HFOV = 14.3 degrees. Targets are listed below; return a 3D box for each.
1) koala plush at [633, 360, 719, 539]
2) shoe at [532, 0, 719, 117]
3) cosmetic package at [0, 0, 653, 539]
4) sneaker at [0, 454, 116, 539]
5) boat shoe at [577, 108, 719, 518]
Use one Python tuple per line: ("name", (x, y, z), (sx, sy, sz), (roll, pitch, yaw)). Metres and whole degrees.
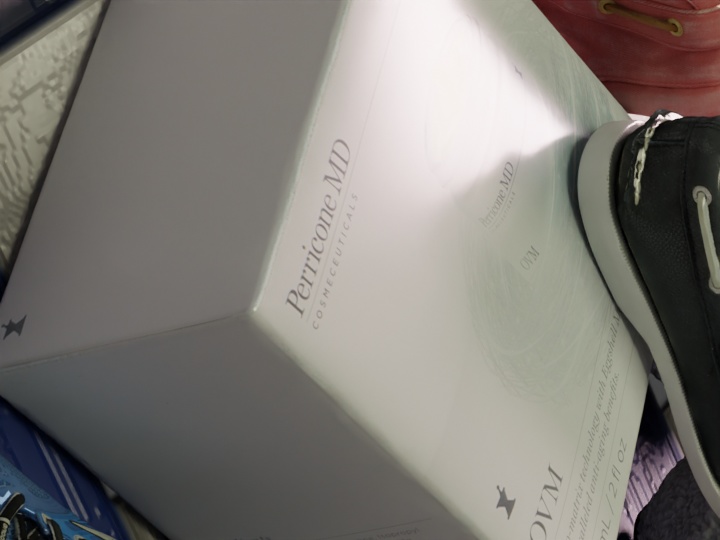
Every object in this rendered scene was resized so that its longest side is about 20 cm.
("koala plush", (0.169, 0.086, 1.159), (0.177, 0.184, 0.200), (6, 87, -52))
("shoe", (0.070, -0.117, 1.078), (0.071, 0.200, 0.091), (-27, 121, -29))
("cosmetic package", (0.000, 0.000, 0.980), (0.200, 0.123, 0.200), (44, 47, -36))
("sneaker", (-0.081, 0.100, 0.864), (0.200, 0.089, 0.079), (46, 45, -35))
("boat shoe", (0.144, 0.030, 1.011), (0.200, 0.060, 0.076), (55, 48, -30))
